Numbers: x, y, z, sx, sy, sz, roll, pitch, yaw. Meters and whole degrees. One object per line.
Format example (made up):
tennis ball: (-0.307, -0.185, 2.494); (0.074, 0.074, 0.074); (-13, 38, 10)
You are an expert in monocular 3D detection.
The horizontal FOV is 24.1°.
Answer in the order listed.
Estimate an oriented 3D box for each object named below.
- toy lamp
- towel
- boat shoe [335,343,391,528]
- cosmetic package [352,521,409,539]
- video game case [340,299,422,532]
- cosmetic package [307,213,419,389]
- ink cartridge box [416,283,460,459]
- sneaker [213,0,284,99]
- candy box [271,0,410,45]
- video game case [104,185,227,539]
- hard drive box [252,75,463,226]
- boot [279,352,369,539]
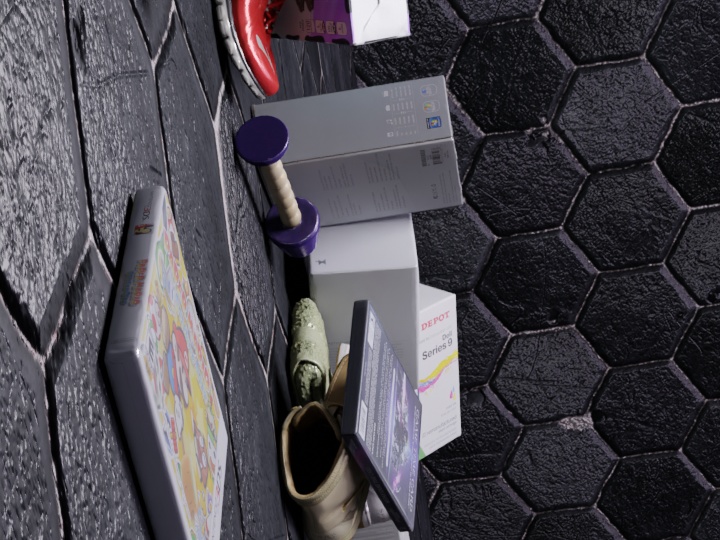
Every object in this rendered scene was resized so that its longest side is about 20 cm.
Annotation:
toy lamp: (-0.076, -0.074, 1.617); (0.200, 0.058, 0.058); (74, 9, -59)
towel: (-0.042, 0.143, 1.776); (0.149, 0.036, 0.201); (-93, 173, -62)
boat shoe: (0.014, 0.169, 1.759); (0.071, 0.069, 0.201); (74, 8, -66)
cosmetic package: (0.015, 0.322, 1.899); (0.107, 0.090, 0.201); (-89, 173, -67)
video game case: (0.023, 0.142, 1.611); (0.200, 0.019, 0.144); (65, 26, -52)
cosmetic package: (0.000, 0.000, 1.900); (0.201, 0.122, 0.200); (86, -1, -45)
ink cartridge box: (0.046, 0.131, 2.075); (0.145, 0.087, 0.201); (-24, 118, -43)
sneaker: (-0.092, -0.260, 1.550); (0.077, 0.084, 0.201); (-1, 82, -84)
candy box: (-0.045, -0.306, 1.604); (0.200, 0.071, 0.169); (15, -65, 53)
video game case: (-0.112, 0.079, 1.011); (0.182, 0.023, 0.201); (-92, 173, -58)
hard drive box: (0.000, -0.118, 1.747); (0.156, 0.199, 0.077); (75, 7, -65)
boot: (-0.024, 0.147, 1.603); (0.156, 0.072, 0.201); (69, 33, -62)
